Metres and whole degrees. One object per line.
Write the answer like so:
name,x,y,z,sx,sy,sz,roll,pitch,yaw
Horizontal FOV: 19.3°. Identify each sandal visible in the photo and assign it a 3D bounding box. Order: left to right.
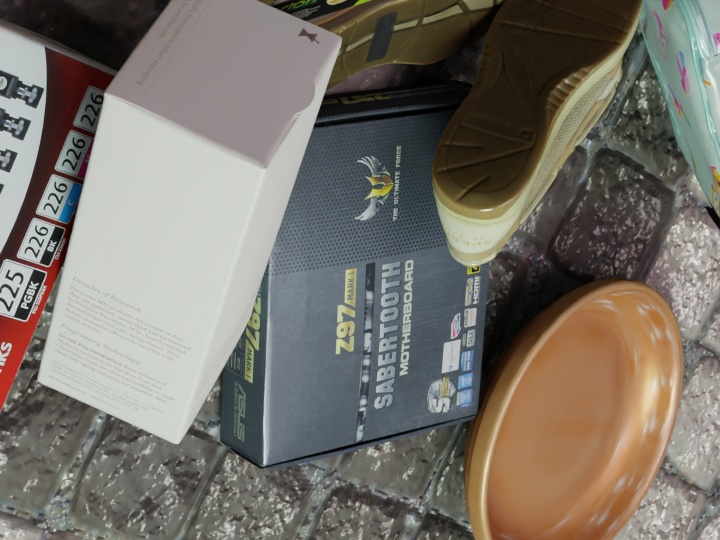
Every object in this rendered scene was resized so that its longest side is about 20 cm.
sandal,0.010,-0.144,1.140,0.200,0.054,0.080,-22,156,-28

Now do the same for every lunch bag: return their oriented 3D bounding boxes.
lunch bag,0.216,-0.118,1.248,0.077,0.161,0.200,-21,124,0

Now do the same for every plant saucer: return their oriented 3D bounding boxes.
plant saucer,0.128,0.097,1.321,0.200,0.037,0.201,-25,126,-41

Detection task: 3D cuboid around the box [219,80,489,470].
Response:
box,0.000,0.000,1.192,0.157,0.051,0.201,-9,112,-35

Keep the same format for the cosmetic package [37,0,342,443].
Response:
cosmetic package,-0.083,-0.026,1.018,0.108,0.085,0.200,-62,174,-47

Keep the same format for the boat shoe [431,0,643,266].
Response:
boat shoe,0.098,-0.092,1.168,0.063,0.073,0.201,86,27,-55

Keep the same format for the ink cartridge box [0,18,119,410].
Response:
ink cartridge box,-0.227,-0.032,0.983,0.175,0.084,0.201,20,95,-40

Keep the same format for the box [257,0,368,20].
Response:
box,-0.016,-0.189,1.076,0.200,0.035,0.110,-22,77,-30
